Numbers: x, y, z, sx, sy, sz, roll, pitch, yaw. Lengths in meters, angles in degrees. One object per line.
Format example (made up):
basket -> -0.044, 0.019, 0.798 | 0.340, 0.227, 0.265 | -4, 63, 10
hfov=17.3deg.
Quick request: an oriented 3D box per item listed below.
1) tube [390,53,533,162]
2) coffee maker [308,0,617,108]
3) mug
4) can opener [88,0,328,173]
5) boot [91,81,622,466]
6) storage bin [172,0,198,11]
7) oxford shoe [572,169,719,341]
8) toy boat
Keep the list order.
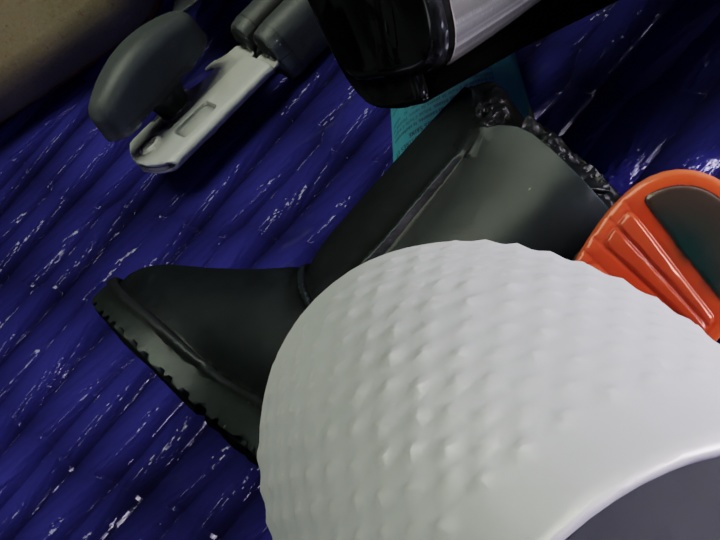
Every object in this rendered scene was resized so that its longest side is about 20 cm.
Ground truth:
tube -> 0.040, -0.076, 1.013 | 0.077, 0.050, 0.201 | -33, 35, 22
coffee maker -> 0.073, -0.148, 0.947 | 0.199, 0.135, 0.192 | -25, -16, -15
mug -> 0.040, 0.094, 0.688 | 0.175, 0.147, 0.201 | 45, 124, 53
can opener -> -0.048, -0.129, 1.159 | 0.200, 0.067, 0.053 | -47, 31, -10
boot -> 0.000, 0.000, 0.919 | 0.168, 0.076, 0.200 | -48, 36, -7
storage bin -> -0.059, -0.244, 1.218 | 0.200, 0.135, 0.146 | -38, 9, 6
oxford shoe -> 0.063, 0.054, 0.810 | 0.200, 0.071, 0.073 | -47, -4, 2
toy boat -> -0.196, -0.163, 1.352 | 0.199, 0.131, 0.131 | -31, 1, 16
